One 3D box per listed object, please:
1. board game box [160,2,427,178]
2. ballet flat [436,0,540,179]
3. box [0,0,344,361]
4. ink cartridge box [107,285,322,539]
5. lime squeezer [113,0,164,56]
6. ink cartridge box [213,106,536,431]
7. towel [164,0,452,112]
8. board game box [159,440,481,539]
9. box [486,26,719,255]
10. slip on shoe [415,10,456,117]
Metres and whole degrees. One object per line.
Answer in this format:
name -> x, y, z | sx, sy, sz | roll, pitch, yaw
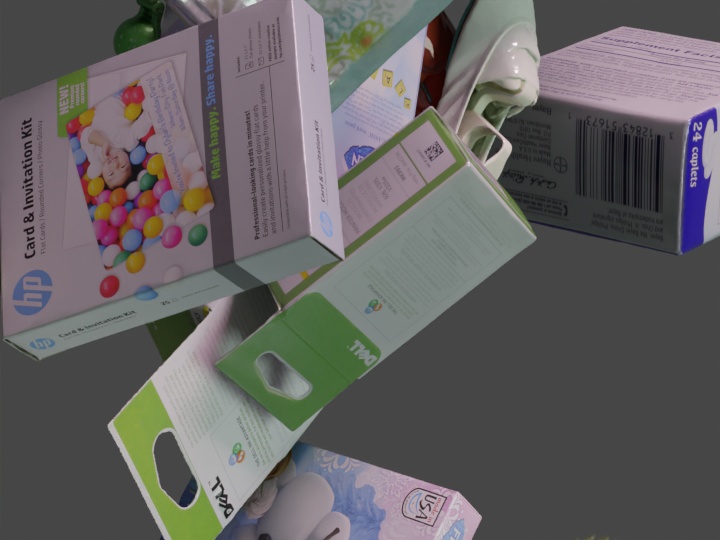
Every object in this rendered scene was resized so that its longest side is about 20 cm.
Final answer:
board game box -> -0.037, -0.151, 1.660 | 0.199, 0.041, 0.201 | 23, 71, -46
ballet flat -> 0.082, -0.105, 1.793 | 0.069, 0.069, 0.201 | 31, 83, -54
box -> -0.109, -0.052, 1.492 | 0.041, 0.199, 0.157 | 36, 42, -52
ink cartridge box -> -0.100, 0.065, 1.699 | 0.200, 0.075, 0.148 | -50, 138, -29
lime squeezer -> -0.144, -0.143, 1.591 | 0.071, 0.038, 0.201 | -45, 136, -36
ink cartridge box -> 0.000, 0.000, 1.662 | 0.200, 0.059, 0.104 | -39, 142, 6
towel -> -0.023, -0.200, 1.541 | 0.200, 0.048, 0.171 | -43, 115, 3
board game box -> -0.051, 0.210, 1.712 | 0.201, 0.198, 0.043 | -63, 143, -17
box -> 0.213, -0.099, 1.974 | 0.199, 0.183, 0.106 | -24, 120, -47
slip on shoe -> 0.037, -0.159, 1.816 | 0.074, 0.061, 0.201 | -52, 138, -26
